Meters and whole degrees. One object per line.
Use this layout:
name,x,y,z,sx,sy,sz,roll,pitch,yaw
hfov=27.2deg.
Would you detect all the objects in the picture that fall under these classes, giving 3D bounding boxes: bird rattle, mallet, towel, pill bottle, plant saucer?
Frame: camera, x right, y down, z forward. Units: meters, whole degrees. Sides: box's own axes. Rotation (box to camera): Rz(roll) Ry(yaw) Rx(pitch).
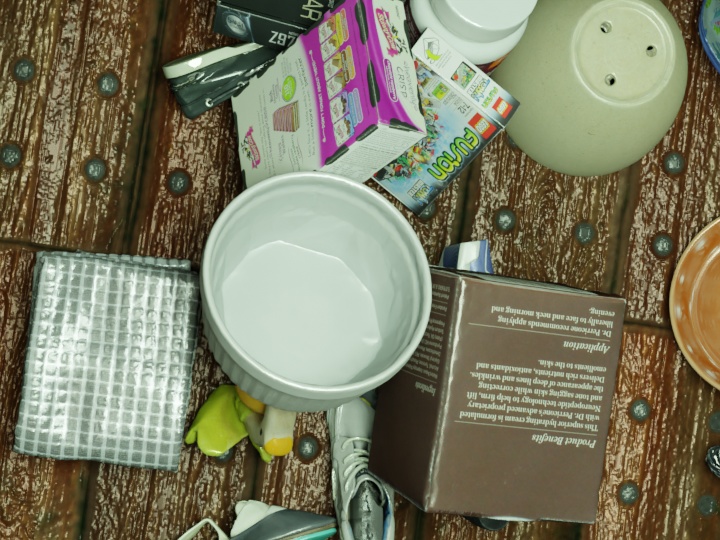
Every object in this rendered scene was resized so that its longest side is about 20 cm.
bird rattle,-0.086,0.087,1.392,0.111,0.163,0.203,8,101,-24
mallet,0.064,0.176,1.440,0.200,0.066,0.041,43,79,-9
towel,-0.238,0.082,1.411,0.163,0.086,0.203,6,87,-6
pill bottle,0.091,-0.233,1.389,0.113,0.200,0.116,3,77,-12
plant saucer,0.407,0.034,1.475,0.197,0.032,0.203,-4,77,16

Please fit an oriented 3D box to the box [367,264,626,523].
box,0.117,0.105,1.325,0.164,0.164,0.203,8,92,-19

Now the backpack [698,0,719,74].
backpack,0.433,-0.255,1.460,0.183,0.147,0.200,44,81,-4

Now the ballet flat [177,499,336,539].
ballet flat,-0.121,0.262,1.425,0.198,0.073,0.074,-27,91,2

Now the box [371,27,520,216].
box,0.059,-0.135,1.394,0.110,0.200,0.035,38,60,-3

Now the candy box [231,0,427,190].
candy box,-0.032,-0.139,1.336,0.060,0.199,0.138,10,61,-38

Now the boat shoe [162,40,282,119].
boat shoe,-0.089,-0.195,1.443,0.197,0.074,0.067,-20,105,-17

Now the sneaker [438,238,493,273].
sneaker,0.137,0.069,1.461,0.113,0.081,0.203,-2,92,-12

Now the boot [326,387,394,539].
boot,0.008,0.188,1.428,0.072,0.096,0.203,-5,89,-6

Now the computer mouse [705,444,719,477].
computer mouse,0.435,0.129,1.490,0.137,0.053,0.203,15,82,20

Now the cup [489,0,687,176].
cup,0.234,-0.198,1.440,0.197,0.143,0.203,0,88,-5

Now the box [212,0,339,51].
box,-0.044,-0.297,1.424,0.158,0.044,0.202,15,60,-5

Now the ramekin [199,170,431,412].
ramekin,-0.046,0.026,1.285,0.197,0.105,0.203,6,66,-13
